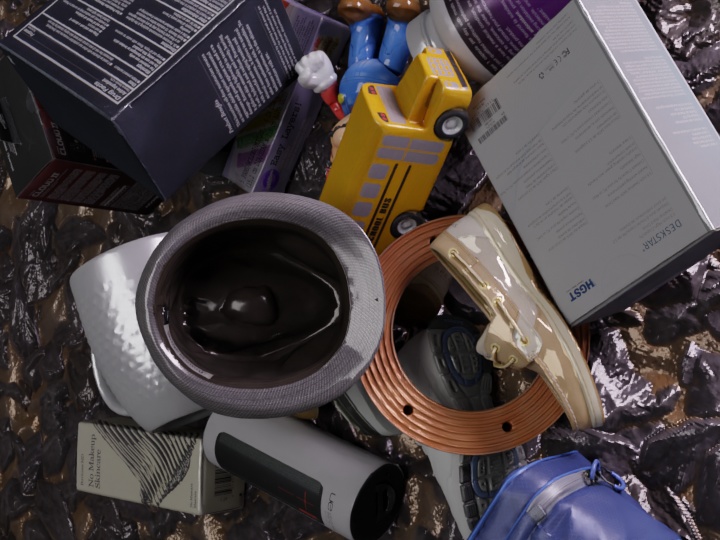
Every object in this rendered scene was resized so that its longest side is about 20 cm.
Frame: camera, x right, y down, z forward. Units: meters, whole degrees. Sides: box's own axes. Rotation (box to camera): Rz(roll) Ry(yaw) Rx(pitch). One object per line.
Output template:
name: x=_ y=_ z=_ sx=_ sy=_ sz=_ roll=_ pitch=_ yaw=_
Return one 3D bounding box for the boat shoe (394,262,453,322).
boat shoe: x=0.000 y=0.000 z=1.025 sx=0.199 sy=0.071 sz=0.065 roll=11 pitch=55 yaw=34

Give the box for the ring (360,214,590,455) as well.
ring: x=0.091 y=0.052 z=0.909 sx=0.199 sy=0.019 sz=0.202 roll=0 pitch=79 yaw=1

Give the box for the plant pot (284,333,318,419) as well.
plant pot: x=-0.095 y=0.053 z=1.029 sx=0.201 sy=0.027 sz=0.200 roll=60 pitch=164 yaw=28

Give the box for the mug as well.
mug: x=-0.219 y=0.079 z=1.137 sx=0.200 sy=0.147 sz=0.176 roll=-30 pitch=76 yaw=39

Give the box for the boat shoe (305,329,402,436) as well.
boat shoe: x=-0.027 y=0.070 z=0.988 sx=0.063 sy=0.071 sz=0.201 roll=-16 pitch=110 yaw=47

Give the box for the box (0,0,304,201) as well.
box: x=-0.195 y=-0.203 z=1.034 sx=0.200 sy=0.123 sz=0.198 roll=33 pitch=70 yaw=35

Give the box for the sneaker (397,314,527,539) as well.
sneaker: x=0.085 y=0.143 z=0.951 sx=0.087 sy=0.074 sz=0.201 roll=-31 pitch=66 yaw=53

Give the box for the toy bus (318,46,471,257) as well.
toy bus: x=0.023 y=-0.089 z=0.914 sx=0.065 sy=0.078 sz=0.201 roll=-108 pitch=31 yaw=-44

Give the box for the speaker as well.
speaker: x=-0.055 y=0.185 z=1.040 sx=0.199 sy=0.081 sz=0.082 roll=20 pitch=99 yaw=37

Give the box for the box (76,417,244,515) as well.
box: x=-0.217 y=0.207 z=1.171 sx=0.199 sy=0.068 sz=0.083 roll=-1 pitch=87 yaw=37

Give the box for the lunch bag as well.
lunch bag: x=0.142 y=0.233 z=0.844 sx=0.132 sy=0.136 sz=0.201 roll=37 pitch=108 yaw=30

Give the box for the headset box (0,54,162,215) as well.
headset box: x=-0.309 y=-0.149 z=1.184 sx=0.077 sy=0.199 sz=0.149 roll=-37 pitch=66 yaw=30

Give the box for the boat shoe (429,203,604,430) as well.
boat shoe: x=0.122 y=0.046 z=0.868 sx=0.069 sy=0.074 sz=0.201 roll=-28 pitch=71 yaw=-1

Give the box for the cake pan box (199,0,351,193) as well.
cake pan box: x=-0.121 y=-0.195 z=1.135 sx=0.184 sy=0.052 sz=0.201 roll=35 pitch=108 yaw=36

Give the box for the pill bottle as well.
pill bottle: x=0.136 y=-0.227 z=0.896 sx=0.199 sy=0.112 sz=0.113 roll=-30 pitch=69 yaw=32

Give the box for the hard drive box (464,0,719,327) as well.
hard drive box: x=0.184 y=-0.082 z=0.835 sx=0.156 sy=0.077 sz=0.201 roll=-41 pitch=68 yaw=46

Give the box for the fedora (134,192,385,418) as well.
fedora: x=-0.078 y=0.028 z=0.890 sx=0.199 sy=0.090 sz=0.178 roll=-10 pitch=88 yaw=1

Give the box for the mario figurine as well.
mario figurine: x=0.004 y=-0.156 z=0.996 sx=0.123 sy=0.105 sz=0.201 roll=-7 pitch=75 yaw=64
